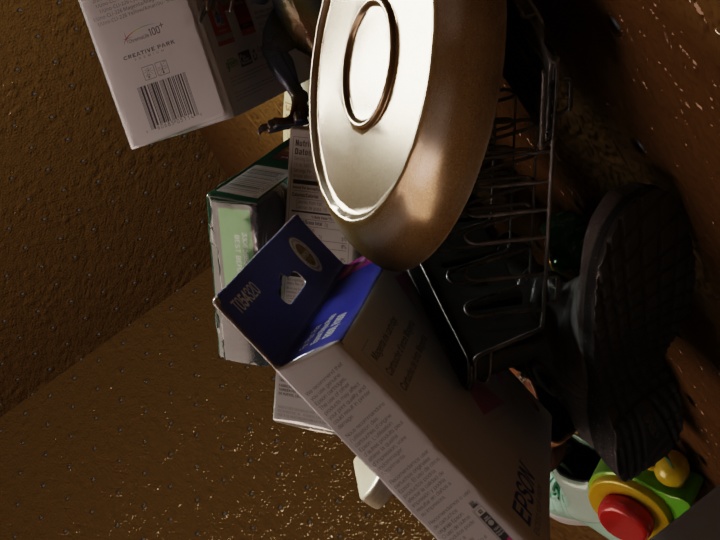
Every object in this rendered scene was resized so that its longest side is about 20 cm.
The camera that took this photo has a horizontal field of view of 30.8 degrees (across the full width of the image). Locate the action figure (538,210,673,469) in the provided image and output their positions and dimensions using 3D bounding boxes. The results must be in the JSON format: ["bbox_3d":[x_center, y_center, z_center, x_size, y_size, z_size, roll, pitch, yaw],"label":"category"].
[{"bbox_3d":[0.146,0.034,0.832,0.118,0.054,0.201,53,170,46],"label":"action figure"}]

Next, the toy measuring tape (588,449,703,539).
[{"bbox_3d":[0.195,0.181,0.983,0.074,0.073,0.201,52,153,22],"label":"toy measuring tape"}]

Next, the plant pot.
[{"bbox_3d":[0.013,-0.101,0.647,0.200,0.027,0.203,-175,90,-68],"label":"plant pot"}]

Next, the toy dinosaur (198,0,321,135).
[{"bbox_3d":[-0.056,-0.187,0.870,0.200,0.104,0.184,28,-133,-88],"label":"toy dinosaur"}]

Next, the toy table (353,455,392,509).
[{"bbox_3d":[0.034,0.099,1.099,0.184,0.117,0.200,41,-161,-15],"label":"toy table"}]

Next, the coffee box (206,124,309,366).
[{"bbox_3d":[-0.042,-0.030,0.946,0.200,0.043,0.124,-43,-44,-57],"label":"coffee box"}]

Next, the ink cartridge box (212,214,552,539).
[{"bbox_3d":[0.025,0.051,0.700,0.200,0.043,0.196,48,-164,-5],"label":"ink cartridge box"}]

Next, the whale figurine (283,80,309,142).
[{"bbox_3d":[-0.010,-0.124,1.095,0.159,0.103,0.203,-150,50,-70],"label":"whale figurine"}]

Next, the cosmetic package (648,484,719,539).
[{"bbox_3d":[0.236,0.245,0.704,0.168,0.166,0.200,58,173,-25],"label":"cosmetic package"}]

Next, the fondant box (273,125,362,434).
[{"bbox_3d":[0.000,0.000,0.925,0.144,0.058,0.203,-14,-70,-65],"label":"fondant box"}]

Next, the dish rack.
[{"bbox_3d":[0.055,-0.061,0.663,0.154,0.054,0.202,-116,18,-48],"label":"dish rack"}]

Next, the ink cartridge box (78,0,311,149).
[{"bbox_3d":[-0.118,-0.199,0.936,0.200,0.083,0.178,-46,-60,-68],"label":"ink cartridge box"}]

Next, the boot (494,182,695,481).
[{"bbox_3d":[0.111,0.015,0.714,0.132,0.069,0.202,45,151,41],"label":"boot"}]

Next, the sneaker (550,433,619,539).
[{"bbox_3d":[0.183,0.164,1.114,0.118,0.074,0.200,50,167,-23],"label":"sneaker"}]

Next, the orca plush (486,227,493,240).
[{"bbox_3d":[0.038,-0.008,0.857,0.105,0.070,0.202,127,140,-63],"label":"orca plush"}]

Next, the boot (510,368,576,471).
[{"bbox_3d":[0.089,0.056,0.934,0.200,0.068,0.190,68,179,-72],"label":"boot"}]
